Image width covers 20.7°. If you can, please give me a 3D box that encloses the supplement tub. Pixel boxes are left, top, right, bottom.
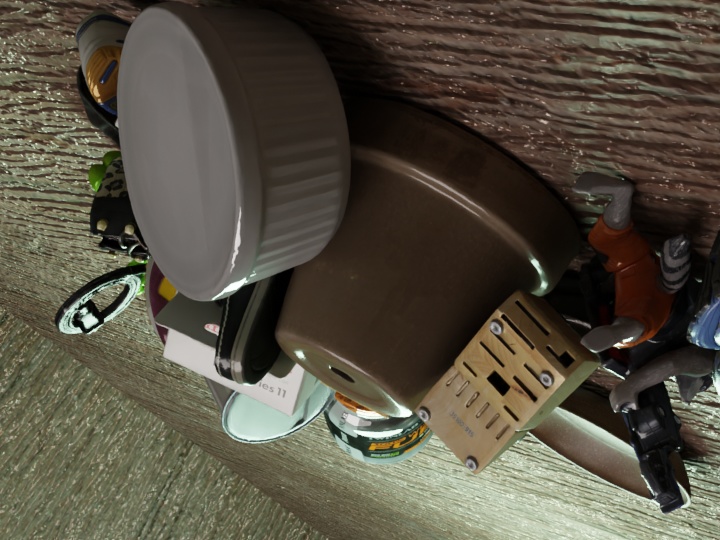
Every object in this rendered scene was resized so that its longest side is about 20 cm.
[{"bbox_3d":[0.018,0.116,1.949,0.122,0.123,0.200,29,167,11],"label":"supplement tub"}]

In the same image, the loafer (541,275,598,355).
[{"bbox_3d":[0.152,0.044,1.491,0.200,0.071,0.073,23,165,34],"label":"loafer"}]

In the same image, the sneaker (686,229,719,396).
[{"bbox_3d":[0.259,0.032,1.242,0.078,0.075,0.200,10,164,24],"label":"sneaker"}]

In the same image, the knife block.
[{"bbox_3d":[0.127,0.054,1.347,0.064,0.176,0.200,46,141,10],"label":"knife block"}]

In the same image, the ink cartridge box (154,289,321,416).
[{"bbox_3d":[-0.072,0.037,1.511,0.117,0.200,0.067,24,124,12],"label":"ink cartridge box"}]

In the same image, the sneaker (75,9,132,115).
[{"bbox_3d":[-0.131,-0.139,1.501,0.200,0.075,0.088,32,-161,-41],"label":"sneaker"}]

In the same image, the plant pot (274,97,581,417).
[{"bbox_3d":[0.031,0.003,1.391,0.200,0.175,0.200,29,166,8],"label":"plant pot"}]

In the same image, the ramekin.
[{"bbox_3d":[-0.083,-0.084,1.317,0.094,0.203,0.202,-11,-173,-26],"label":"ramekin"}]

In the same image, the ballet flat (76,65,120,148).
[{"bbox_3d":[-0.177,-0.125,1.603,0.200,0.068,0.068,29,155,47],"label":"ballet flat"}]

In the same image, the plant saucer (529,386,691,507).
[{"bbox_3d":[0.222,0.152,1.813,0.200,0.037,0.200,30,166,8],"label":"plant saucer"}]

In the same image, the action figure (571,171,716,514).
[{"bbox_3d":[0.200,0.047,1.283,0.105,0.200,0.193,-24,151,17],"label":"action figure"}]

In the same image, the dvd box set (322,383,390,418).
[{"bbox_3d":[-0.024,0.035,1.717,0.200,0.146,0.029,27,134,15],"label":"dvd box set"}]

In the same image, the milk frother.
[{"bbox_3d":[-0.158,0.067,1.846,0.181,0.200,0.188,45,-168,-52],"label":"milk frother"}]

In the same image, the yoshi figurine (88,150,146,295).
[{"bbox_3d":[-0.187,-0.034,1.926,0.112,0.113,0.200,-4,143,42],"label":"yoshi figurine"}]

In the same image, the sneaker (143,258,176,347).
[{"bbox_3d":[-0.125,-0.021,1.625,0.075,0.200,0.090,2,-177,-34],"label":"sneaker"}]

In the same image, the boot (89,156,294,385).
[{"bbox_3d":[-0.124,-0.005,1.435,0.154,0.204,0.074,5,139,9],"label":"boot"}]
